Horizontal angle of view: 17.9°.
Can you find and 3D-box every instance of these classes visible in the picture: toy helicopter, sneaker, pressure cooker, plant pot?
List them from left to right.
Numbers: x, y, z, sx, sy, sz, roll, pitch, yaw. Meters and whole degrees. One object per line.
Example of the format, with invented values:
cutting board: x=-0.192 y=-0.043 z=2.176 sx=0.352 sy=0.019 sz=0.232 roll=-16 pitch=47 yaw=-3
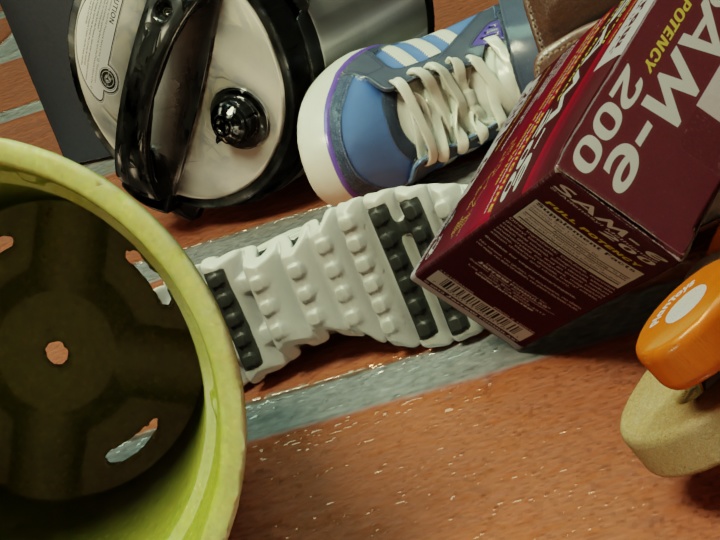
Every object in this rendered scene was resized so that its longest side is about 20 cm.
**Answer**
plant pot: x=-0.132 y=0.043 z=0.863 sx=0.199 sy=0.201 sz=0.184 roll=-18 pitch=6 yaw=6
pressure cooker: x=-0.071 y=-0.134 z=1.332 sx=0.178 sy=0.177 sz=0.200 roll=-14 pitch=14 yaw=39
sneaker: x=0.000 y=0.000 z=1.043 sx=0.199 sy=0.076 sz=0.081 roll=-13 pitch=9 yaw=22
sneaker: x=0.068 y=-0.103 z=1.252 sx=0.146 sy=0.081 sz=0.200 roll=-14 pitch=12 yaw=34
toy helicopter: x=0.162 y=-0.006 z=0.788 sx=0.200 sy=0.079 sz=0.132 roll=-47 pitch=9 yaw=-14

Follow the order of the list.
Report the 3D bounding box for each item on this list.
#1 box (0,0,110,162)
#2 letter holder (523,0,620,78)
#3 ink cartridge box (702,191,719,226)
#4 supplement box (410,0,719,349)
box: x=-0.154 y=-0.210 z=1.640 sx=0.117 sy=0.198 sz=0.200 roll=-10 pitch=20 yaw=33
letter holder: x=0.182 y=-0.140 z=1.131 sx=0.199 sy=0.143 sz=0.101 roll=-16 pitch=17 yaw=13
ink cartridge box: x=0.199 y=-0.092 z=0.958 sx=0.145 sy=0.084 sz=0.200 roll=-26 pitch=-3 yaw=-17
supplement box: x=0.092 y=-0.042 z=0.890 sx=0.109 sy=0.061 sz=0.200 roll=-58 pitch=6 yaw=-17
